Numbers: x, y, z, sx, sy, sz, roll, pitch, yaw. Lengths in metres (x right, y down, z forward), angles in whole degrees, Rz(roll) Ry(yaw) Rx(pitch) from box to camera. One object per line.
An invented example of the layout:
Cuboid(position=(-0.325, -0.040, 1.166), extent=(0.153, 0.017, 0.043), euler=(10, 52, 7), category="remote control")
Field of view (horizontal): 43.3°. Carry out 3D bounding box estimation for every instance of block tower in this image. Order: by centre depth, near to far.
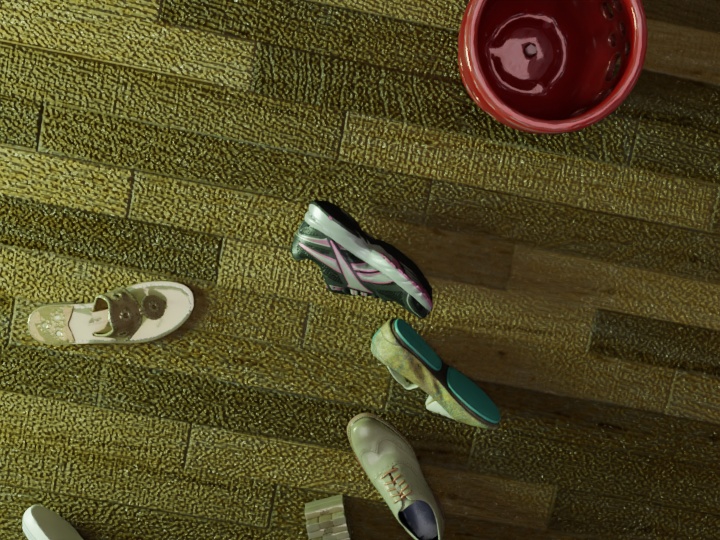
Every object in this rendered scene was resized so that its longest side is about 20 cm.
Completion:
Cuboid(position=(-0.028, 0.406, 1.203), extent=(0.058, 0.054, 0.201), euler=(-14, 97, 0), category="block tower")

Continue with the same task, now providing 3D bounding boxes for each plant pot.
Cuboid(position=(0.207, -0.259, 1.056), extent=(0.200, 0.183, 0.201), euler=(0, 98, -3), category="plant pot")

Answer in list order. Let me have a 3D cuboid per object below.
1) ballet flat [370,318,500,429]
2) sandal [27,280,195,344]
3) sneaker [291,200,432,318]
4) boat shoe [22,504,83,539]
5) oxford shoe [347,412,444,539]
Cuboid(position=(0.093, 0.145, 1.175), extent=(0.200, 0.071, 0.071), euler=(43, 94, -8), category="ballet flat")
Cuboid(position=(-0.316, 0.063, 1.137), extent=(0.211, 0.070, 0.078), euler=(-8, 98, -2), category="sandal")
Cuboid(position=(0.000, 0.000, 1.144), extent=(0.200, 0.080, 0.086), euler=(38, 107, 1), category="sneaker")
Cuboid(position=(-0.380, 0.396, 1.183), extent=(0.068, 0.072, 0.200), euler=(-38, 107, 2), category="boat shoe")
Cuboid(position=(0.052, 0.273, 1.179), extent=(0.071, 0.074, 0.200), euler=(-36, 98, 2), category="oxford shoe")
